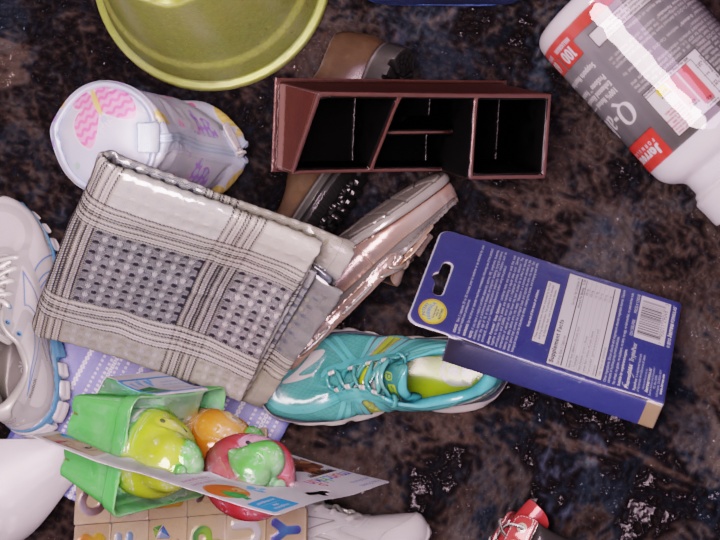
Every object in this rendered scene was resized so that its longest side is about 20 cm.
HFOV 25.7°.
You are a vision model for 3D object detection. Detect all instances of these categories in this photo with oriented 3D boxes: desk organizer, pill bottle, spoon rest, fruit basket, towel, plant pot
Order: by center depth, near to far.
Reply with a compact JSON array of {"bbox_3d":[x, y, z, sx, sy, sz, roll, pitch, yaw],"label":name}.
[{"bbox_3d":[-0.102,0.131,1.133,0.200,0.185,0.094,7,92,25],"label":"fruit basket"},{"bbox_3d":[-0.124,0.017,1.150,0.200,0.035,0.193,19,130,-14],"label":"towel"},{"bbox_3d":[0.040,-0.106,1.194,0.200,0.077,0.072,-3,103,-25],"label":"desk organizer"},{"bbox_3d":[0.242,-0.139,1.210,0.116,0.116,0.200,-41,85,2],"label":"pill bottle"},{"bbox_3d":[-0.129,-0.251,1.210,0.200,0.184,0.201,0,87,4],"label":"plant pot"},{"bbox_3d":[-0.264,0.169,1.252,0.200,0.061,0.099,-17,109,28],"label":"spoon rest"},{"bbox_3d":[-0.176,0.136,1.285,0.200,0.024,0.145,28,89,3],"label":"towel"}]

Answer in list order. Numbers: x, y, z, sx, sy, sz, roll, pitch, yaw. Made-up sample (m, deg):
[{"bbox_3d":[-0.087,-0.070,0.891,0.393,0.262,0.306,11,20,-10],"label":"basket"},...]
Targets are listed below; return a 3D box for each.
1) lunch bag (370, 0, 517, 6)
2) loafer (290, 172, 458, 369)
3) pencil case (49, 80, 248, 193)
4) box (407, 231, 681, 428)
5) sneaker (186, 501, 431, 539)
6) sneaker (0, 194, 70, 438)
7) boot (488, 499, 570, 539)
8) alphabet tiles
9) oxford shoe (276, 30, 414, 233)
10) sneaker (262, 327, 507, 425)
[{"bbox_3d":[0.055,-0.285,1.188,0.136,0.200,0.132,2,86,10],"label":"lunch bag"},{"bbox_3d":[0.000,0.000,1.246,0.200,0.072,0.063,-36,100,-10],"label":"loafer"},{"bbox_3d":[-0.156,-0.094,1.201,0.091,0.200,0.083,17,95,15],"label":"pencil case"},{"bbox_3d":[0.141,0.042,1.217,0.200,0.121,0.032,19,132,4],"label":"box"},{"bbox_3d":[-0.046,0.203,1.237,0.200,0.078,0.099,-10,84,-4],"label":"sneaker"},{"bbox_3d":[-0.280,0.030,1.252,0.075,0.087,0.200,-16,75,13],"label":"sneaker"},{"bbox_3d":[0.076,0.238,1.216,0.200,0.072,0.144,14,88,-19],"label":"boot"},{"bbox_3d":[-0.134,0.208,1.222,0.200,0.006,0.167,-7,69,19],"label":"alphabet tiles"},{"bbox_3d":[-0.035,-0.097,1.262,0.084,0.073,0.200,25,86,19],"label":"oxford shoe"},{"bbox_3d":[0.017,0.081,1.239,0.200,0.080,0.078,-7,88,6],"label":"sneaker"}]
